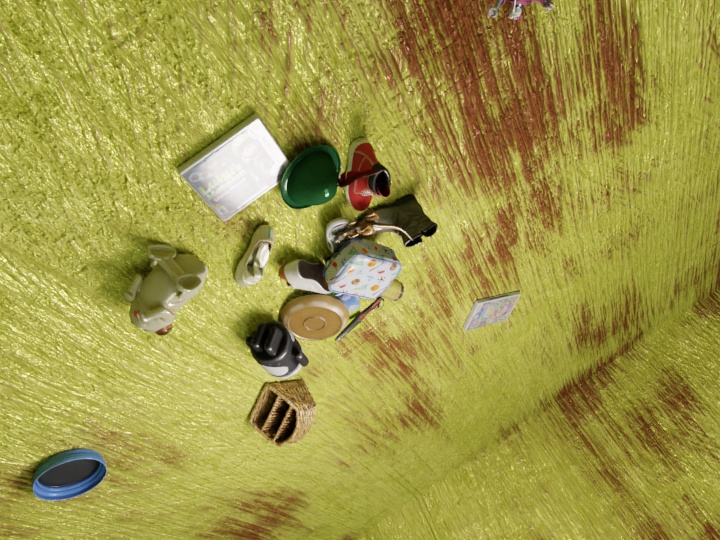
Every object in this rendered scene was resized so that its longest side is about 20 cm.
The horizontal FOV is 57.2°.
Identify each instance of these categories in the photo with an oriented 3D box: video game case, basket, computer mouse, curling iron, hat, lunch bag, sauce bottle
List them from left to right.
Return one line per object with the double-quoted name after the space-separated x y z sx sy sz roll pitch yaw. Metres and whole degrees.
-0.258 -0.213 1.401 0.198 0.024 0.182 -34 144 2 "video game case"
-0.245 0.463 2.086 0.147 0.144 0.202 1 133 -38 "basket"
-0.066 -0.162 1.451 0.164 0.177 0.202 -32 149 -16 "hat"
-0.050 -0.079 1.697 0.107 0.044 0.202 -19 147 -7 "computer mouse"
0.000 0.000 1.718 0.197 0.076 0.161 14 128 -42 "lunch bag"
0.001 0.143 1.921 0.199 0.025 0.050 -41 148 -25 "curling iron"
0.049 0.035 1.881 0.065 0.065 0.198 -45 143 17 "sauce bottle"
0.470 0.145 2.364 0.196 0.018 0.145 -10 138 -28 "video game case"

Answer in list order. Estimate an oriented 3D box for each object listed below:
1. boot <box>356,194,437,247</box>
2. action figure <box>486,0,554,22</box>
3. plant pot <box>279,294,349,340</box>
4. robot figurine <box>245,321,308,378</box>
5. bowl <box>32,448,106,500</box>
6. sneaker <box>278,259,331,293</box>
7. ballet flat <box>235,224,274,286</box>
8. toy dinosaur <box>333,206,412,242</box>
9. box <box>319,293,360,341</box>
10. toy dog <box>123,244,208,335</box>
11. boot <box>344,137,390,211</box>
0.090 -0.109 1.690 0.197 0.132 0.068 -26 144 -8 "boot"
0.334 -0.603 1.363 0.130 0.152 0.201 5 158 -1 "action figure"
-0.128 0.140 1.842 0.195 0.028 0.202 -3 139 -2 "plant pot"
-0.231 0.222 1.822 0.124 0.151 0.201 -34 148 -5 "robot figurine"
-0.824 0.577 1.871 0.197 0.040 0.203 -20 142 -17 "bowl"
-0.144 0.016 1.732 0.083 0.075 0.199 -12 159 26 "sneaker"
-0.253 -0.018 1.593 0.068 0.070 0.202 -3 135 -34 "ballet flat"
0.029 -0.109 1.611 0.195 0.062 0.106 -5 164 3 "toy dinosaur"
-0.061 0.112 1.902 0.120 0.048 0.202 -22 142 -16 "box"
-0.449 0.051 1.492 0.201 0.139 0.194 -50 177 20 "toy dog"
0.022 -0.186 1.540 0.071 0.145 0.202 -20 144 -18 "boot"
